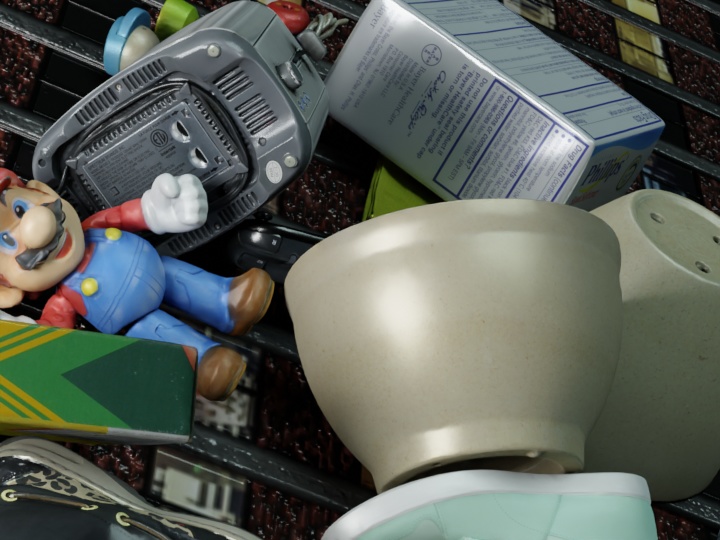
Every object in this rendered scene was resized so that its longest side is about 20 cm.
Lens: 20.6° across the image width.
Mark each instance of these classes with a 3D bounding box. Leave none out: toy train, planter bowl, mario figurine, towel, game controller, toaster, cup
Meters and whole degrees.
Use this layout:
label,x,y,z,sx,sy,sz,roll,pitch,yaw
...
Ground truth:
label,x,y,z,sx,sy,sz,roll,pitch,yaw
toy train,-0.097,-0.168,1.441,0.115,0.085,0.200,21,29,12
planter bowl,0.062,0.061,1.144,0.200,0.200,0.135,8,63,-33
mario figurine,-0.149,0.000,1.115,0.200,0.106,0.124,24,33,-13
towel,0.048,-0.048,1.406,0.086,0.018,0.200,26,21,-4
game controller,0.000,0.000,1.264,0.200,0.042,0.104,15,1,-22
toaster,-0.110,-0.082,1.216,0.114,0.200,0.129,54,22,-11
cup,0.186,0.032,1.313,0.200,0.143,0.200,21,32,-14

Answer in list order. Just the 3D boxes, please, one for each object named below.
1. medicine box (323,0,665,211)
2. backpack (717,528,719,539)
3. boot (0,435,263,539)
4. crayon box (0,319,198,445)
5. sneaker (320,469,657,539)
label,x,y,z,sx,sy,sz,roll,pitch,yaw
medicine box,0.100,-0.117,1.466,0.200,0.103,0.182,38,22,15
backpack,0.312,0.159,1.200,0.199,0.163,0.154,-13,54,-3
boot,-0.121,0.166,0.919,0.203,0.074,0.154,27,27,10
crayon box,-0.197,0.052,0.978,0.200,0.127,0.051,9,81,-32
sneaker,0.082,0.175,1.085,0.200,0.074,0.118,-1,62,-20
